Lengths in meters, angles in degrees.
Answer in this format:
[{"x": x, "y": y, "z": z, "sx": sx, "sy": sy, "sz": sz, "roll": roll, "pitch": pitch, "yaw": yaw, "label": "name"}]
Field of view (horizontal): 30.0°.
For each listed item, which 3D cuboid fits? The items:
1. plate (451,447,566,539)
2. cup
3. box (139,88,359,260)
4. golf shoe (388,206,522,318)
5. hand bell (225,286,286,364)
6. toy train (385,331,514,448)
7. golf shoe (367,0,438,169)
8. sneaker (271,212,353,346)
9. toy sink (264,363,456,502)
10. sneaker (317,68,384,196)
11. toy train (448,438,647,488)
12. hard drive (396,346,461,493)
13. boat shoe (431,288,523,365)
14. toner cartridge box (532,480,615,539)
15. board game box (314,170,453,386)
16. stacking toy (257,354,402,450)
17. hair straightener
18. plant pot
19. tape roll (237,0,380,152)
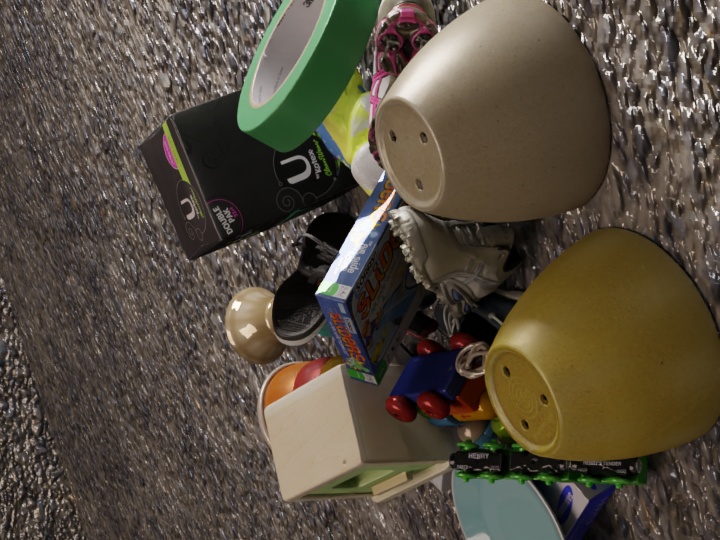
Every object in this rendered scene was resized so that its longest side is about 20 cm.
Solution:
[{"x": 0.162, "y": 0.269, "z": 1.385, "sx": 0.200, "sy": 0.025, "sz": 0.202, "roll": 43, "pitch": 145, "yaw": 41, "label": "plate"}, {"x": 0.097, "y": -0.123, "z": 1.165, "sx": 0.200, "sy": 0.142, "sz": 0.202, "roll": 43, "pitch": 146, "yaw": 39, "label": "cup"}, {"x": -0.119, "y": -0.122, "z": 1.503, "sx": 0.124, "sy": 0.198, "sz": 0.150, "roll": -23, "pitch": 90, "yaw": 63, "label": "box"}, {"x": 0.090, "y": -0.026, "z": 1.235, "sx": 0.079, "sy": 0.096, "sz": 0.200, "roll": 65, "pitch": -168, "yaw": 21, "label": "golf shoe"}, {"x": -0.079, "y": 0.053, "z": 1.725, "sx": 0.199, "sy": 0.103, "sz": 0.105, "roll": -20, "pitch": 93, "yaw": 50, "label": "hand bell"}, {"x": 0.117, "y": 0.124, "z": 1.289, "sx": 0.115, "sy": 0.085, "sz": 0.199, "roll": 38, "pitch": 159, "yaw": -16, "label": "toy train"}, {"x": 0.047, "y": -0.187, "z": 1.302, "sx": 0.093, "sy": 0.071, "sz": 0.202, "roll": -87, "pitch": 1, "yaw": -47, "label": "golf shoe"}, {"x": -0.048, "y": 0.041, "z": 1.548, "sx": 0.082, "sy": 0.201, "sz": 0.122, "roll": 7, "pitch": 134, "yaw": 16, "label": "sneaker"}, {"x": 0.020, "y": 0.177, "z": 1.427, "sx": 0.130, "sy": 0.198, "sz": 0.114, "roll": -31, "pitch": 65, "yaw": 39, "label": "toy sink"}, {"x": 0.008, "y": -0.134, "z": 1.424, "sx": 0.202, "sy": 0.075, "sz": 0.105, "roll": 61, "pitch": 171, "yaw": 10, "label": "sneaker"}, {"x": 0.177, "y": 0.183, "z": 1.269, "sx": 0.198, "sy": 0.056, "sz": 0.042, "roll": -4, "pitch": 75, "yaw": 34, "label": "toy train"}, {"x": 0.049, "y": 0.154, "z": 1.600, "sx": 0.200, "sy": 0.026, "sz": 0.133, "roll": 44, "pitch": 146, "yaw": 39, "label": "hard drive"}, {"x": 0.121, "y": 0.059, "z": 1.351, "sx": 0.199, "sy": 0.061, "sz": 0.076, "roll": 13, "pitch": 128, "yaw": 60, "label": "boat shoe"}, {"x": 0.191, "y": 0.238, "z": 1.383, "sx": 0.095, "sy": 0.043, "sz": 0.201, "roll": 52, "pitch": 150, "yaw": 26, "label": "toner cartridge box"}, {"x": 0.030, "y": -0.011, "z": 1.287, "sx": 0.034, "sy": 0.201, "sz": 0.136, "roll": 13, "pitch": 148, "yaw": 26, "label": "board game box"}, {"x": -0.020, "y": 0.143, "z": 1.582, "sx": 0.200, "sy": 0.145, "sz": 0.147, "roll": -40, "pitch": 74, "yaw": 46, "label": "stacking toy"}, {"x": 0.000, "y": 0.000, "z": 1.413, "sx": 0.199, "sy": 0.041, "sz": 0.078, "roll": 28, "pitch": 134, "yaw": 36, "label": "hair straightener"}, {"x": 0.191, "y": 0.083, "z": 1.152, "sx": 0.200, "sy": 0.141, "sz": 0.202, "roll": 41, "pitch": 143, "yaw": 40, "label": "plant pot"}, {"x": -0.053, "y": -0.218, "z": 1.334, "sx": 0.048, "sy": 0.203, "sz": 0.200, "roll": 26, "pitch": 163, "yaw": -21, "label": "tape roll"}]
